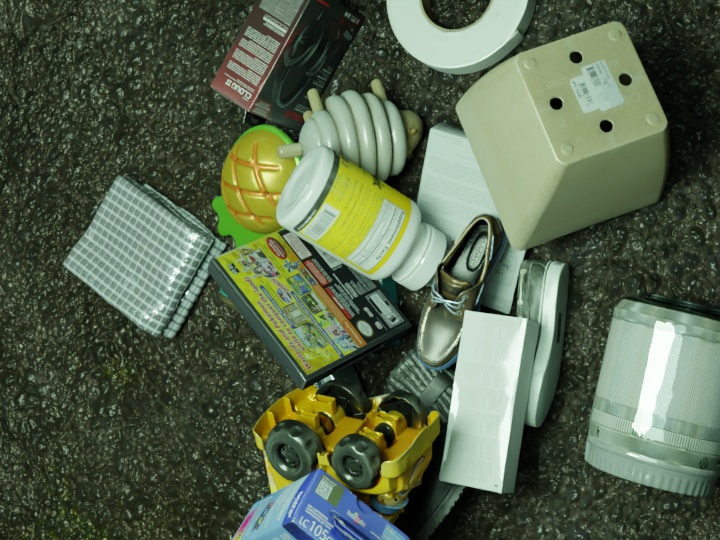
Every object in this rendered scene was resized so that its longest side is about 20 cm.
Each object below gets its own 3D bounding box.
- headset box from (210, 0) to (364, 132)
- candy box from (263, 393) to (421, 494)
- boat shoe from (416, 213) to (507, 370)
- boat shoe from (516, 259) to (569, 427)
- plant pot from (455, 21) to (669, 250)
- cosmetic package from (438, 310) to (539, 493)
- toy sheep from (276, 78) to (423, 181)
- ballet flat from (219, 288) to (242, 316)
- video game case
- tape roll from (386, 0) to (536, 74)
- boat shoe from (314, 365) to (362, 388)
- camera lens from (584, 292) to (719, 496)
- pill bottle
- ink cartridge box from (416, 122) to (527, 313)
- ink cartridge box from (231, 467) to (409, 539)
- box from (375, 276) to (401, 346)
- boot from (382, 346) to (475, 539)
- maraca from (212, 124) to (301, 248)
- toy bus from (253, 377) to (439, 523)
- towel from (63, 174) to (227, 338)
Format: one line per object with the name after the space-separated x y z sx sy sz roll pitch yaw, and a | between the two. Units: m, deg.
-0.099 -0.280 1.653 0.077 0.148 0.202 33 98 24 | headset box
-0.029 0.226 1.556 0.198 0.055 0.117 -15 85 33 | candy box
0.113 0.022 1.519 0.071 0.072 0.203 20 87 20 | boat shoe
0.209 0.087 1.526 0.063 0.071 0.203 6 80 24 | boat shoe
0.242 -0.168 1.429 0.197 0.177 0.202 -19 76 -8 | plant pot
0.152 0.154 1.475 0.082 0.050 0.203 7 85 30 | cosmetic package
-0.012 -0.169 1.607 0.197 0.138 0.140 -13 78 -12 | toy sheep
-0.111 0.041 1.669 0.198 0.068 0.073 -9 117 44 | ballet flat
-0.062 0.033 1.547 0.200 0.179 0.026 50 140 20 | video game case
0.130 -0.356 1.615 0.200 0.037 0.206 -2 85 24 | tape roll
-0.039 0.182 1.628 0.091 0.071 0.202 -39 68 23 | boat shoe
0.346 0.134 1.404 0.158 0.160 0.203 13 91 25 | camera lens
0.005 -0.058 1.538 0.199 0.111 0.112 31 101 -21 | pill bottle
0.147 -0.069 1.589 0.161 0.057 0.203 19 114 25 | ink cartridge box
-0.041 0.298 1.374 0.136 0.077 0.200 39 142 -11 | ink cartridge box
0.000 0.000 1.637 0.081 0.049 0.203 -9 82 24 | box
0.080 0.218 1.565 0.157 0.079 0.213 32 94 21 | boot
-0.137 -0.103 1.683 0.137 0.106 0.201 49 130 20 | maraca
-0.008 0.242 1.440 0.198 0.135 0.195 6 114 32 | toy bus
-0.307 -0.023 1.762 0.199 0.085 0.167 33 98 24 | towel
